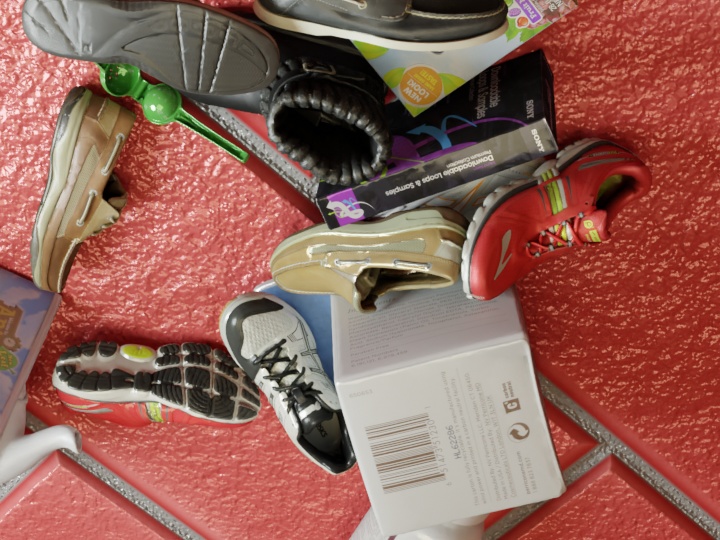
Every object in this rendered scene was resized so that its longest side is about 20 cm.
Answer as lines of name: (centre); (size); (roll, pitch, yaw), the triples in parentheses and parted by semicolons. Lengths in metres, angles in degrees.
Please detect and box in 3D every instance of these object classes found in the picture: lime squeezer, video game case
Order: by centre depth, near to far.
lime squeezer: (-0.180, -0.156, 1.306); (0.200, 0.038, 0.071); (36, 160, -17)
video game case: (-0.379, 0.053, 1.371); (0.181, 0.201, 0.022); (25, 128, -10)

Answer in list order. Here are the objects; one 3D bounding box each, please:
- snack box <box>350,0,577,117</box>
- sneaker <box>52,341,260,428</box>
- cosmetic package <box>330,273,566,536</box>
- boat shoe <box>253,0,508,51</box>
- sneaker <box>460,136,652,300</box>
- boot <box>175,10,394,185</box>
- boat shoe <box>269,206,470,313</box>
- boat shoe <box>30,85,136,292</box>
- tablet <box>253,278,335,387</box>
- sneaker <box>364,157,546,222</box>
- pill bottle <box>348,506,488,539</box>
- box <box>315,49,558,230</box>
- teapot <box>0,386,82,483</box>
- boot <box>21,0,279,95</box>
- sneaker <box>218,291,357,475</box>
snack box: (0.050, -0.251, 1.224); (0.168, 0.068, 0.200); (-32, 113, 21)
sneaker: (-0.195, 0.117, 1.473); (0.199, 0.077, 0.085); (10, 143, -3)
cosmetic package: (0.072, 0.094, 1.344); (0.165, 0.200, 0.168); (-15, 118, 5)
boat shoe: (0.017, -0.213, 1.168); (0.199, 0.072, 0.068); (10, 127, 2)
sneaker: (0.165, -0.042, 1.274); (0.200, 0.085, 0.077); (-40, 134, -21)
boot: (-0.073, -0.143, 1.248); (0.209, 0.158, 0.080); (5, 122, 1)
boat shoe: (0.000, 0.000, 1.306); (0.199, 0.077, 0.072); (-14, 146, 37)
boat shoe: (-0.246, -0.064, 1.362); (0.073, 0.076, 0.201); (14, 123, -8)
tablet: (-0.003, 0.073, 1.460); (0.129, 0.014, 0.201); (-21, 117, 17)
sneaker: (0.075, -0.060, 1.339); (0.199, 0.076, 0.092); (-25, 122, 21)
pill bottle: (0.055, 0.264, 1.516); (0.109, 0.110, 0.201); (25, 120, -10)
box: (0.064, -0.111, 1.265); (0.199, 0.143, 0.036); (-17, 118, 14)
teapot: (-0.386, 0.109, 1.435); (0.146, 0.197, 0.200); (-47, 127, 1)
boot: (-0.154, -0.209, 1.218); (0.198, 0.151, 0.074); (9, 121, 1)
sneaker: (-0.056, 0.105, 1.416); (0.075, 0.088, 0.200); (-36, 118, -3)
